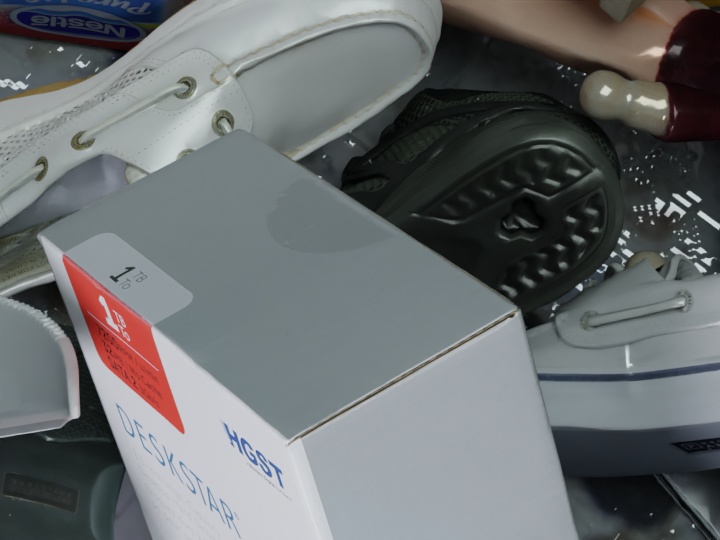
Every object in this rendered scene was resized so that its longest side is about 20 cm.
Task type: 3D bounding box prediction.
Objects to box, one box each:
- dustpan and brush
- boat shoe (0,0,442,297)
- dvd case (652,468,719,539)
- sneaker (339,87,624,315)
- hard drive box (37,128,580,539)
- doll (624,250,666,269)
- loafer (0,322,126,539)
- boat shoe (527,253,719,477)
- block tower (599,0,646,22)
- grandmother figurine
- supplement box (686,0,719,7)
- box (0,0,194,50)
[{"bbox_3d":[-0.164,0.021,0.794,0.139,0.200,0.057,-7,93,-11],"label":"dustpan and brush"},{"bbox_3d":[-0.060,-0.036,0.852,0.200,0.071,0.069,-24,47,11],"label":"boat shoe"},{"bbox_3d":[0.200,0.075,0.915,0.149,0.016,0.200,-38,82,-17],"label":"dvd case"},{"bbox_3d":[0.000,0.000,0.884,0.199,0.114,0.076,-30,100,14],"label":"sneaker"},{"bbox_3d":[-0.003,0.079,0.762,0.077,0.156,0.200,-28,123,-20],"label":"hard drive box"},{"bbox_3d":[0.160,0.002,0.897,0.136,0.048,0.200,5,69,8],"label":"doll"},{"bbox_3d":[-0.111,0.100,0.792,0.072,0.063,0.200,20,38,-5],"label":"loafer"},{"bbox_3d":[0.102,0.028,0.852,0.200,0.074,0.066,-5,69,26],"label":"boat shoe"},{"bbox_3d":[0.036,-0.174,0.844,0.200,0.054,0.058,43,62,12],"label":"block tower"},{"bbox_3d":[0.108,-0.072,0.865,0.200,0.061,0.121,23,37,17],"label":"grandmother figurine"},{"bbox_3d":[0.155,-0.173,0.882,0.110,0.200,0.086,-5,69,-10],"label":"supplement box"},{"bbox_3d":[-0.088,-0.139,0.894,0.199,0.095,0.100,7,72,-6],"label":"box"}]
